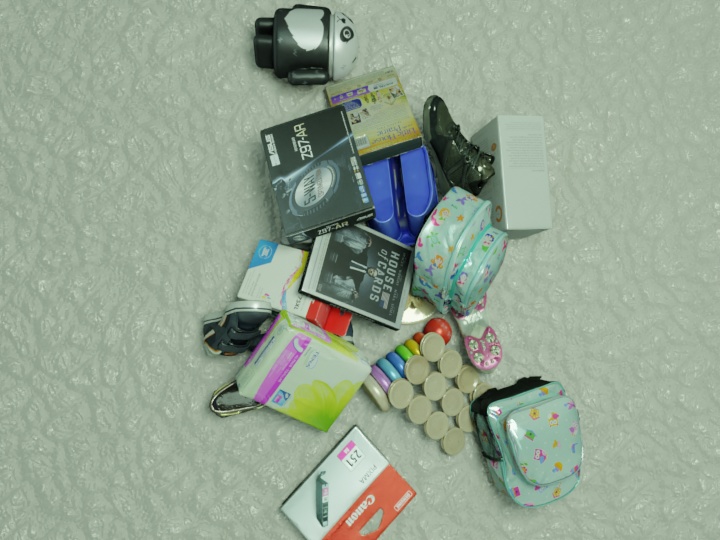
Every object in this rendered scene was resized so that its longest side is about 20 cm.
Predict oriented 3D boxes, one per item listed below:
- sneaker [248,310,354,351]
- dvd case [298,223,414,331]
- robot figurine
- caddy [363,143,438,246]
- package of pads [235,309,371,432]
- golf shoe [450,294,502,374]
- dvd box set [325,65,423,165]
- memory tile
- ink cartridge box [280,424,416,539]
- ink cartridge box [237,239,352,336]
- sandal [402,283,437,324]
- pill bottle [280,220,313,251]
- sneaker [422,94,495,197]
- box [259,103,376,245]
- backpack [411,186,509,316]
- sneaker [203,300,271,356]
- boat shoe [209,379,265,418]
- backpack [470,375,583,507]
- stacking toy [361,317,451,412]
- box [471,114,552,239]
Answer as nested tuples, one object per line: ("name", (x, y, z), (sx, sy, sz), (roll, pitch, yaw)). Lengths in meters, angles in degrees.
("sneaker", (-0.110, 0.111, 1.195), (0.193, 0.071, 0.085), (-2, 68, -7))
("dvd case", (0.000, 0.000, 1.133), (0.195, 0.025, 0.155), (22, 72, -20))
("robot figurine", (-0.100, -0.422, 1.211), (0.193, 0.125, 0.156), (2, 102, -4))
("caddy", (0.072, -0.148, 1.206), (0.137, 0.105, 0.206), (-8, 70, 9))
("package of pads", (-0.093, 0.172, 1.117), (0.198, 0.068, 0.156), (31, 102, -32))
("golf shoe", (0.211, 0.098, 1.213), (0.073, 0.092, 0.206), (-12, 63, 6))
("dvd box set", (0.022, -0.286, 1.201), (0.142, 0.030, 0.204), (-17, 55, 0))
("memory tile", (0.149, 0.223, 1.178), (0.200, 0.017, 0.155), (43, 76, -20))
("ink cartridge box", (-0.018, 0.416, 1.175), (0.174, 0.044, 0.200), (45, 83, 3))
("ink cartridge box", (-0.105, 0.031, 1.157), (0.194, 0.068, 0.119), (14, 70, 16))
("sandal", (0.051, 0.053, 1.202), (0.205, 0.070, 0.080), (9, 84, -3))
("pill bottle", (-0.088, -0.145, 1.189), (0.110, 0.114, 0.207), (2, 83, -4))
("sneaker", (0.179, -0.218, 1.152), (0.076, 0.112, 0.204), (-46, 127, -38))
("box", (-0.074, -0.164, 1.105), (0.155, 0.044, 0.206), (-16, 73, 0))
("backpack", (0.168, -0.034, 1.126), (0.148, 0.202, 0.179), (27, 63, 26))
("sneaker", (-0.212, 0.104, 1.123), (0.077, 0.198, 0.082), (6, 73, -34))
("boat shoe", (-0.178, 0.212, 1.175), (0.194, 0.060, 0.074), (-18, 86, -6))
("backpack", (0.306, 0.311, 1.155), (0.171, 0.153, 0.207), (-14, 95, -16))
("stacking toy", (0.092, 0.165, 1.195), (0.198, 0.085, 0.086), (-39, 88, -12))
("box", (0.279, -0.168, 1.207), (0.094, 0.124, 0.207), (-2, 85, -13))
